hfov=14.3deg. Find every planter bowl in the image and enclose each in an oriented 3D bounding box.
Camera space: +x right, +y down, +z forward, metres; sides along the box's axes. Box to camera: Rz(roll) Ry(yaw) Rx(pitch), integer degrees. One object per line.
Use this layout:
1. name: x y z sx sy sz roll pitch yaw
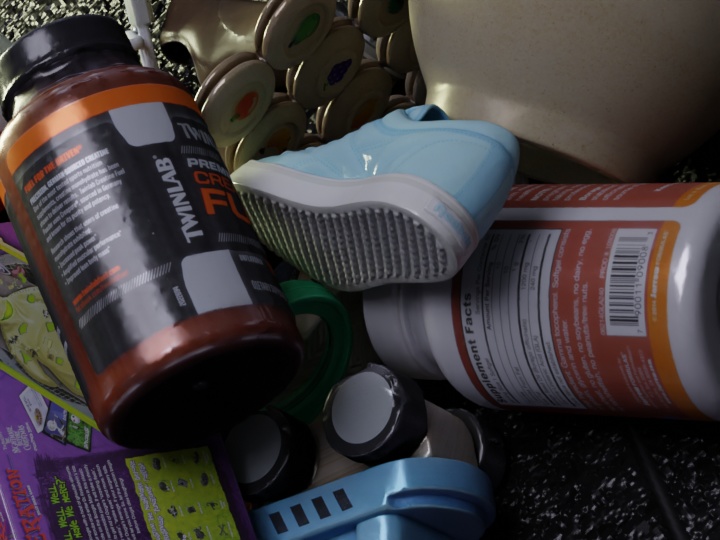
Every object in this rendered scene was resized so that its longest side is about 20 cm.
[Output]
1. planter bowl: 0.107 -0.114 1.424 0.200 0.200 0.135 16 84 42

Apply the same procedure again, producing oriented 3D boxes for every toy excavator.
1. toy excavator: -0.019 0.170 1.397 0.194 0.100 0.200 -22 59 26

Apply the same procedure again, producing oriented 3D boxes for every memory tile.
1. memory tile: -0.008 -0.095 1.489 0.017 0.200 0.153 38 85 27

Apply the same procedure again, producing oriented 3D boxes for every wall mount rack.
1. wall mount rack: -0.173 -0.188 1.708 0.074 0.201 0.174 -14 8 -7

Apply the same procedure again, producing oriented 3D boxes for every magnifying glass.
1. magnifying glass: -0.059 0.093 1.448 0.022 0.079 0.200 40 120 40

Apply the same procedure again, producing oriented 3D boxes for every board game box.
1. board game box: -0.133 0.064 1.382 0.032 0.120 0.200 -53 50 48

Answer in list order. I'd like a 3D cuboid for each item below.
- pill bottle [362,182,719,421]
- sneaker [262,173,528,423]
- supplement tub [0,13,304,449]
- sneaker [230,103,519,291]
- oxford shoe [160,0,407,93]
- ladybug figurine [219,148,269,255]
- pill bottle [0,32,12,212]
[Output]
1. pill bottle: 0.104 0.014 1.386 0.200 0.112 0.112 1 62 39
2. sneaker: 0.000 0.000 1.506 0.200 0.075 0.085 -45 32 -5
3. supplement tub: -0.109 -0.023 1.368 0.107 0.107 0.200 -32 66 16
4. sneaker: 0.010 -0.040 1.386 0.082 0.074 0.200 -48 29 -21
5. oxford shoe: -0.044 -0.120 1.628 0.200 0.073 0.085 22 85 52
6. ladybug figurine: -0.095 -0.002 1.541 0.136 0.072 0.200 -59 11 22
7. pill bottle: -0.276 -0.055 1.723 0.200 0.112 0.112 -43 45 6
